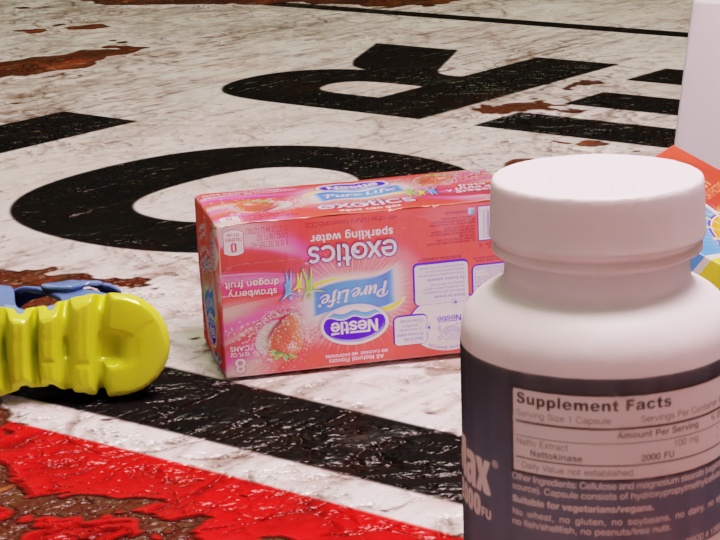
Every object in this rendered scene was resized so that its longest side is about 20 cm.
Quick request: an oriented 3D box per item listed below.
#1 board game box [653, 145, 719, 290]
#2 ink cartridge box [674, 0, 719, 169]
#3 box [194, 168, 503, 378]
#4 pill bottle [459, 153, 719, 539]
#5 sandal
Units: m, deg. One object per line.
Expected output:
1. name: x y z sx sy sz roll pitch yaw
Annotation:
1. board game box: 0.243 0.002 1.197 0.200 0.040 0.153 31 26 16
2. ink cartridge box: 0.330 -0.114 1.469 0.144 0.146 0.200 7 -1 25
3. box: 0.000 0.000 1.271 0.199 0.103 0.095 -7 15 -12
4. pill bottle: 0.102 0.056 0.856 0.119 0.201 0.120 -2 15 0
5. sandal: -0.216 0.039 1.217 0.199 0.080 0.087 5 11 -5
